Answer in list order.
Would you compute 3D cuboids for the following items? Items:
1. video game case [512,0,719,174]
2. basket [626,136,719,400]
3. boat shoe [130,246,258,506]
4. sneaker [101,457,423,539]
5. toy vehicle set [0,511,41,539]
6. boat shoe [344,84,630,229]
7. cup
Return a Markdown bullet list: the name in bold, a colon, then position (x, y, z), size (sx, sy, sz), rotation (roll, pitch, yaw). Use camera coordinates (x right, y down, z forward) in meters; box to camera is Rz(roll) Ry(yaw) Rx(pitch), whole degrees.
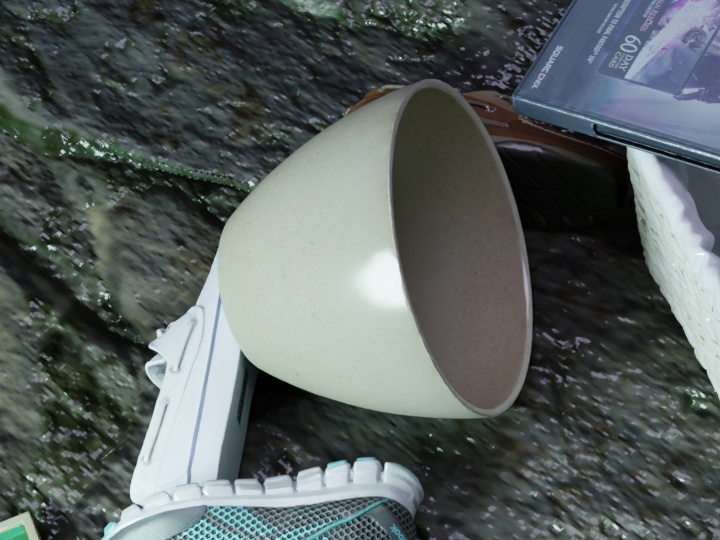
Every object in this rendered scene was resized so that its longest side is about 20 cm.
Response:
- **video game case**: position (0.207, -0.118, 1.317), size (0.199, 0.019, 0.143), rotation (18, 58, 26)
- **basket**: position (0.272, -0.023, 1.340), size (0.199, 0.161, 0.199), rotation (-19, 52, -5)
- **boat shoe**: position (-0.100, 0.056, 1.408), size (0.065, 0.074, 0.201), rotation (3, 52, 10)
- **sneaker**: position (-0.058, 0.169, 1.315), size (0.199, 0.078, 0.092), rotation (-12, 55, 4)
- **toy vehicle set**: position (-0.264, 0.233, 1.334), size (0.199, 0.027, 0.125), rotation (-23, 52, -7)
- **boat shoe**: position (0.078, -0.084, 1.481), size (0.199, 0.076, 0.074), rotation (12, 53, 19)
- **cup**: position (0.000, 0.000, 1.375), size (0.143, 0.200, 0.201), rotation (-13, 49, 25)
